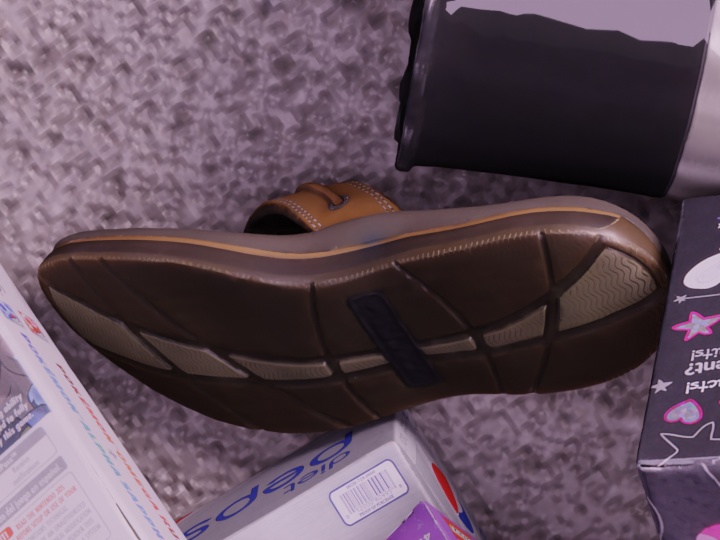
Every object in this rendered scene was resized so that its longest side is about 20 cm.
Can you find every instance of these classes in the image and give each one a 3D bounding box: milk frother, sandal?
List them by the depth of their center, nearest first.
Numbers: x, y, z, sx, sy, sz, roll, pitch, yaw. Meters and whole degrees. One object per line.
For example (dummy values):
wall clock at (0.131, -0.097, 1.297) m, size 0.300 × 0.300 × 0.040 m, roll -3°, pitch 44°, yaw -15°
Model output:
milk frother at (0.113, -0.097, 0.744) m, size 0.188 × 0.200 × 0.181 m, roll 9°, pitch 95°, yaw 0°
sandal at (0.000, 0.000, 0.817) m, size 0.200 × 0.055 × 0.082 m, roll -9°, pitch 132°, yaw 29°

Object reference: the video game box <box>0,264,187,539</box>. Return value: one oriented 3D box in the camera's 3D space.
video game box at (-0.155, 0.102, 0.813) m, size 0.200 × 0.047 × 0.182 m, roll -42°, pitch 60°, yaw 8°

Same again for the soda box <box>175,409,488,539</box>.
soda box at (-0.058, 0.118, 0.848) m, size 0.200 × 0.068 × 0.064 m, roll -31°, pitch 98°, yaw 7°

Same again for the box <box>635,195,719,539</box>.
box at (0.160, 0.085, 0.755) m, size 0.132 × 0.115 × 0.200 m, roll -6°, pitch 126°, yaw 18°

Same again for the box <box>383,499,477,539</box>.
box at (0.041, 0.172, 0.826) m, size 0.137 × 0.039 × 0.200 m, roll -46°, pitch 122°, yaw 8°
